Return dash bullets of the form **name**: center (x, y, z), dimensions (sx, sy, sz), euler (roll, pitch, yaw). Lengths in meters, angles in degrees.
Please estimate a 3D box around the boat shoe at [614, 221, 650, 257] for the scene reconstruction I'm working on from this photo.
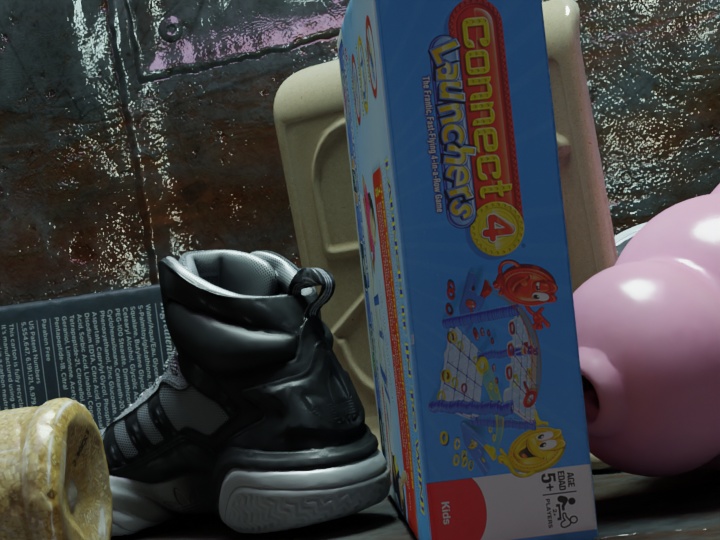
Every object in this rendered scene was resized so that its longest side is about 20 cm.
- **boat shoe**: center (0.132, 0.022, 0.803), dimensions (0.199, 0.072, 0.068), euler (-22, 0, -25)

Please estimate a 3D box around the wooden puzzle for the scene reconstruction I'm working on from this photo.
- **wooden puzzle**: center (0.047, -0.010, 0.722), dimensions (0.184, 0.202, 0.046), euler (-8, -1, 43)

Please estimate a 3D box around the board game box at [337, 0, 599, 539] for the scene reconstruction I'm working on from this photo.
- **board game box**: center (0.033, -0.007, 0.584), dimensions (0.055, 0.202, 0.196), euler (-6, 0, -4)

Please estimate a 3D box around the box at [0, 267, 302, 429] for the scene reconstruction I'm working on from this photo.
- **box**: center (-0.124, 0.063, 0.894), dimensions (0.198, 0.108, 0.148), euler (-9, -1, 11)

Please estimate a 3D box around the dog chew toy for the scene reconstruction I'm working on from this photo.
- **dog chew toy**: center (0.151, 0.020, 0.600), dimensions (0.199, 0.126, 0.124), euler (-17, 5, -36)

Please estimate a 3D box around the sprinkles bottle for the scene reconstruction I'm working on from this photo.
- **sprinkles bottle**: center (-0.192, 0.090, 0.553), dimensions (0.198, 0.069, 0.068), euler (-7, 0, 8)

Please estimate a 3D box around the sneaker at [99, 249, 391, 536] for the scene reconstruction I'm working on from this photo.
- **sneaker**: center (-0.072, 0.051, 0.661), dimensions (0.199, 0.115, 0.075), euler (-8, -1, 42)
